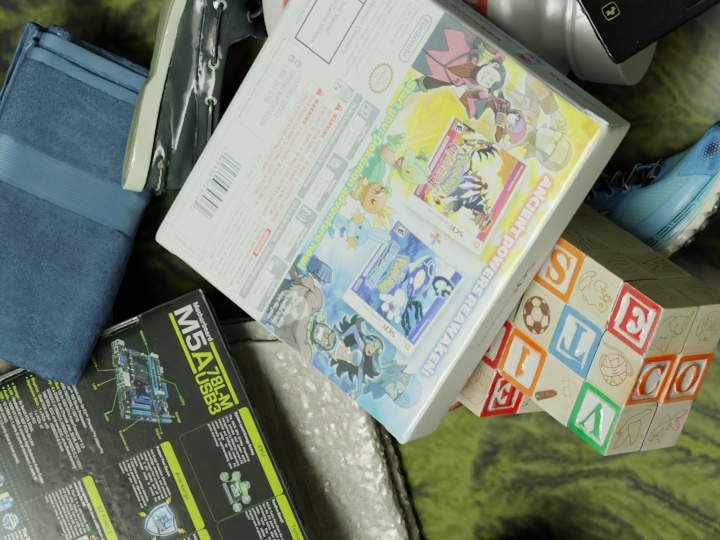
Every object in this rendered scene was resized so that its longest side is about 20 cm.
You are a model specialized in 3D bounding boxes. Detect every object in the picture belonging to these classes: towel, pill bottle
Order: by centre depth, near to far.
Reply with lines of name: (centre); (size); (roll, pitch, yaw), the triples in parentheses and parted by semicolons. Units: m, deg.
pill bottle: (0.057, -0.151, 1.190); (0.199, 0.111, 0.112); (8, 114, 24)
towel: (-0.184, -0.038, 1.316); (0.111, 0.201, 0.048); (25, 165, -25)
towel: (-0.038, 0.121, 1.395); (0.132, 0.034, 0.201); (-9, 106, 30)

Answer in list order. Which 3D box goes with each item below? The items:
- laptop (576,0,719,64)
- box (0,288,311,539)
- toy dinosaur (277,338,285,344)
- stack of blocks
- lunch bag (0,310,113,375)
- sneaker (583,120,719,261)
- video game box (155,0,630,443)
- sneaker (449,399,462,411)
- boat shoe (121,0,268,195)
laptop: (0.159, -0.231, 1.062); (0.177, 0.103, 0.201); (-31, 97, -6)
box: (-0.144, 0.139, 1.345); (0.192, 0.048, 0.201); (-24, 87, -4)
toy dinosaur: (-0.003, -0.007, 1.198); (0.200, 0.060, 0.107); (30, 113, 42)
stack of blocks: (0.092, 0.021, 1.183); (0.200, 0.058, 0.116); (37, 119, 39)
lunch bag: (-0.255, -0.016, 1.401); (0.199, 0.118, 0.165); (-1, 106, 18)
sneaker: (0.129, -0.030, 1.225); (0.200, 0.078, 0.090); (-35, 89, 33)
video game box: (0.013, -0.045, 1.135); (0.182, 0.047, 0.200); (40, 111, 20)
sneaker: (0.000, 0.000, 1.301); (0.082, 0.078, 0.200); (-38, 91, 32)
boat shoe: (-0.086, -0.137, 1.287); (0.066, 0.074, 0.200); (14, 92, -12)
